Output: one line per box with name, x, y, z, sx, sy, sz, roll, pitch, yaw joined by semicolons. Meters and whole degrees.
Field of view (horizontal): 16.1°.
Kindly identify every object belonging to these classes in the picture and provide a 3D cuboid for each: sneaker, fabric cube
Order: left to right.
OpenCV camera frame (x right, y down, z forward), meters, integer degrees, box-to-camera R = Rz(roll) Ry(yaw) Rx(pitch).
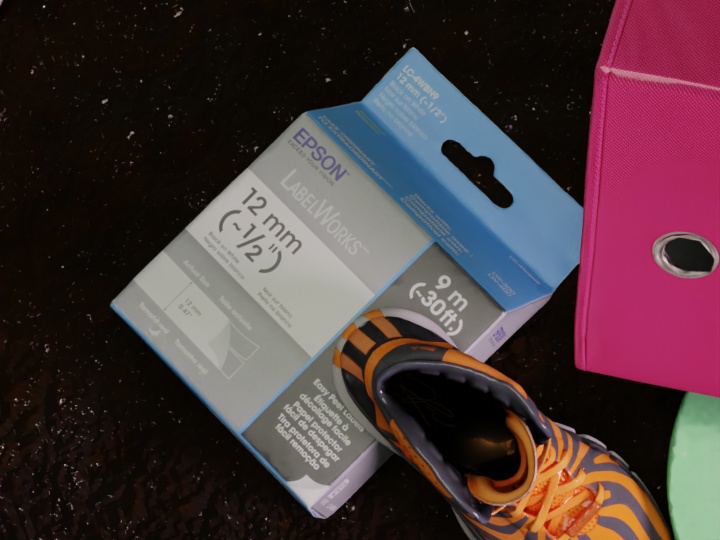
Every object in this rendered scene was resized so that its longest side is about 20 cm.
sneaker;0.073;0.099;1.155;0.200;0.112;0.078;36;91;-17
fabric cube;0.214;-0.064;1.117;0.199;0.196;0.200;12;50;11

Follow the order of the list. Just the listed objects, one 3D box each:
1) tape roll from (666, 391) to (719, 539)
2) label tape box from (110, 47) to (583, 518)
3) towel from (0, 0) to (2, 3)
tape roll;0.244;0.101;1.193;0.200;0.048;0.201;-1;80;8
label tape box;0.000;0.000;1.241;0.200;0.066;0.143;-45;77;0
towel;-0.260;-0.214;1.339;0.200;0.030;0.147;21;82;12
